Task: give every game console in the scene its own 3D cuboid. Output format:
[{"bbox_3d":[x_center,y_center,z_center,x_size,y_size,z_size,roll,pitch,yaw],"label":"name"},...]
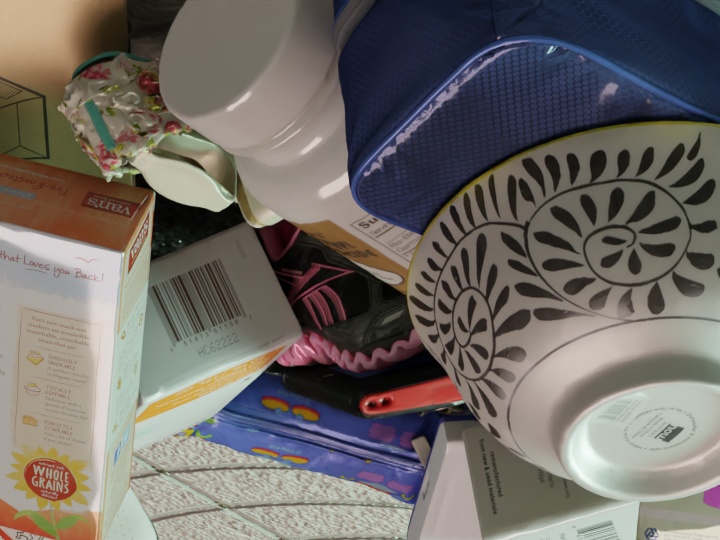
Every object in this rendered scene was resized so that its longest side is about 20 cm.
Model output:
[{"bbox_3d":[0.060,0.045,1.569,0.177,0.031,0.200,-9,-177,-13],"label":"game console"}]

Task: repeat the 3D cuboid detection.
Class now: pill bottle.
[{"bbox_3d":[0.005,-0.065,1.394,0.114,0.114,0.200,-11,147,43],"label":"pill bottle"}]

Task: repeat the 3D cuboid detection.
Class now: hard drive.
[{"bbox_3d":[0.137,0.127,1.771,0.200,0.025,0.132,-2,144,-12],"label":"hard drive"}]

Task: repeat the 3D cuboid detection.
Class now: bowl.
[{"bbox_3d":[0.123,0.036,1.261,0.201,0.094,0.201,-4,141,-3],"label":"bowl"}]

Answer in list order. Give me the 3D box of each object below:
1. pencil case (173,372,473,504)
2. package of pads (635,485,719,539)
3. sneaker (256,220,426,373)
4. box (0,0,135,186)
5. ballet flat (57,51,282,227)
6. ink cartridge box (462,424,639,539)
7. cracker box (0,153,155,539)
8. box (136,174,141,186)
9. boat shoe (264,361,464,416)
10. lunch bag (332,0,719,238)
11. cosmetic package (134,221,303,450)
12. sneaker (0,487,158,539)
[{"bbox_3d":[-0.022,0.089,1.794,0.200,0.078,0.087,18,-168,-14],"label":"pencil case"},{"bbox_3d":[0.226,0.087,1.415,0.154,0.068,0.200,7,-161,14],"label":"package of pads"},{"bbox_3d":[0.000,0.000,1.555,0.079,0.095,0.200,-19,-172,-29],"label":"sneaker"},{"bbox_3d":[-0.211,-0.077,1.453,0.200,0.021,0.164,-1,128,-2],"label":"box"},{"bbox_3d":[-0.066,-0.054,1.449,0.200,0.064,0.076,11,141,-44],"label":"ballet flat"},{"bbox_3d":[0.176,0.132,1.693,0.200,0.084,0.144,-16,141,8],"label":"ink cartridge box"},{"bbox_3d":[-0.179,0.036,1.475,0.134,0.058,0.200,15,129,7],"label":"cracker box"},{"bbox_3d":[-0.225,-0.035,1.607,0.164,0.086,0.200,19,156,-15],"label":"box"},{"bbox_3d":[0.037,0.052,1.703,0.200,0.066,0.070,12,157,0],"label":"boat shoe"},{"bbox_3d":[0.079,-0.089,1.281,0.200,0.132,0.136,24,133,-31],"label":"lunch bag"},{"bbox_3d":[-0.114,0.047,1.631,0.101,0.071,0.200,-23,173,-21],"label":"cosmetic package"},{"bbox_3d":[-0.181,0.083,1.579,0.201,0.067,0.108,44,152,6],"label":"sneaker"}]
